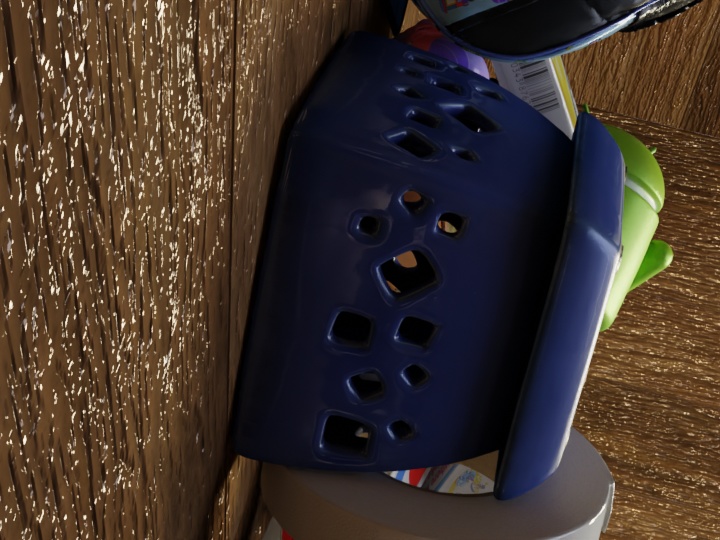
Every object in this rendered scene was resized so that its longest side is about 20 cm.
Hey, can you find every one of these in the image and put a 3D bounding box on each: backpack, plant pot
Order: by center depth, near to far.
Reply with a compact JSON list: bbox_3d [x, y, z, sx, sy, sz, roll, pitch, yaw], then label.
[{"bbox_3d":[0.046,0.000,0.897,0.200,0.179,0.201,-68,172,-64],"label":"plant pot"},{"bbox_3d":[0.097,-0.204,0.902,0.183,0.199,0.134,63,-14,-4],"label":"backpack"}]

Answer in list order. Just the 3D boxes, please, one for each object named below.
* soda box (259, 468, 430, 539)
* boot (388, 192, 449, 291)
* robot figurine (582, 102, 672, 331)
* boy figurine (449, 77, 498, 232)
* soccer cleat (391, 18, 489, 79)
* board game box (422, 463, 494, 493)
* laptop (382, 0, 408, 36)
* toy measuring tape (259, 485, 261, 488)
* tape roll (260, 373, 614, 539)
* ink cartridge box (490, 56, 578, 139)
[{"bbox_3d":[-0.006,0.148,1.061,0.201,0.063,0.068,-62,156,4],"label":"soda box"},{"bbox_3d":[0.000,0.000,1.126,0.155,0.076,0.201,-12,108,-68],"label":"boot"},{"bbox_3d":[0.173,-0.031,1.292,0.116,0.175,0.201,-2,-120,64],"label":"robot figurine"},{"bbox_3d":[0.053,-0.063,1.239,0.200,0.124,0.065,122,-24,-43],"label":"boy figurine"},{"bbox_3d":[0.043,-0.136,1.046,0.200,0.066,0.077,167,-59,-81],"label":"soccer cleat"},{"bbox_3d":[0.061,0.128,1.148,0.200,0.034,0.135,121,-16,-46],"label":"board game box"},{"bbox_3d":[0.085,-0.255,1.084,0.103,0.199,0.178,19,82,-46],"label":"laptop"},{"bbox_3d":[-0.028,0.151,1.145,0.200,0.073,0.074,73,31,-83],"label":"toy measuring tape"},{"bbox_3d":[0.044,0.117,0.917,0.203,0.201,0.037,-66,166,-68],"label":"tape roll"},{"bbox_3d":[0.123,-0.152,1.155,0.201,0.047,0.198,-93,161,-45],"label":"ink cartridge box"}]
